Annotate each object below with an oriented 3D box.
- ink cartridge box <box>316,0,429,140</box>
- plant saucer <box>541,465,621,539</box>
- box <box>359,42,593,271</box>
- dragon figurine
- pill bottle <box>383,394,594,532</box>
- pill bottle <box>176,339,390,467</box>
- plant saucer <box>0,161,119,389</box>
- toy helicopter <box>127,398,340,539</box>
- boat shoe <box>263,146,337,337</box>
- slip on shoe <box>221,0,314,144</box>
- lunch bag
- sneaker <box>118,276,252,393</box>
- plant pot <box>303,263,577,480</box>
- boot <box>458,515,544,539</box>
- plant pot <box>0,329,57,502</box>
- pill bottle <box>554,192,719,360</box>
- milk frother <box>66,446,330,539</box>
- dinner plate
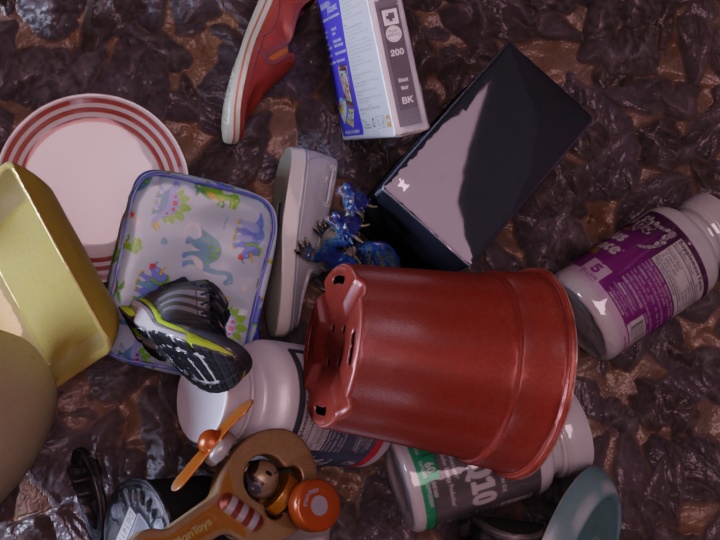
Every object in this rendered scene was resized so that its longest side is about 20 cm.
[{"bbox_3d":[0.003,-0.233,1.198,0.043,0.198,0.200,-15,99,-13],"label":"ink cartridge box"},{"bbox_3d":[0.220,0.297,1.200,0.027,0.200,0.200,17,78,30],"label":"plant saucer"},{"bbox_3d":[0.107,-0.100,1.220,0.123,0.198,0.200,41,79,-2],"label":"box"},{"bbox_3d":[0.000,0.000,1.201,0.059,0.099,0.200,-45,125,-28],"label":"dragon figurine"},{"bbox_3d":[0.131,0.189,1.231,0.200,0.113,0.113,-16,86,-11],"label":"pill bottle"},{"bbox_3d":[-0.072,0.129,1.162,0.200,0.120,0.120,11,80,-38],"label":"pill bottle"},{"bbox_3d":[-0.317,0.013,1.161,0.048,0.200,0.200,-27,88,-45],"label":"plant saucer"},{"bbox_3d":[-0.124,0.201,1.036,0.200,0.079,0.132,-28,95,-34],"label":"toy helicopter"},{"bbox_3d":[-0.057,-0.028,1.248,0.071,0.070,0.201,7,88,-20],"label":"boat shoe"},{"bbox_3d":[-0.101,-0.225,1.269,0.061,0.074,0.200,22,75,-9],"label":"slip on shoe"},{"bbox_3d":[-0.172,0.006,1.203,0.161,0.082,0.200,12,92,-13],"label":"lunch bag"},{"bbox_3d":[-0.150,0.047,1.077,0.081,0.200,0.074,-42,124,-18],"label":"sneaker"},{"bbox_3d":[0.061,0.080,1.081,0.195,0.201,0.201,10,81,-19],"label":"plant pot"},{"bbox_3d":[0.131,0.335,1.176,0.069,0.200,0.174,8,75,-4],"label":"boot"},{"bbox_3d":[-0.371,0.130,1.134,0.134,0.200,0.200,-27,87,-45],"label":"plant pot"},{"bbox_3d":[0.312,0.001,1.284,0.200,0.112,0.112,-33,89,-12],"label":"pill bottle"},{"bbox_3d":[-0.169,0.237,1.173,0.188,0.181,0.200,3,47,-43],"label":"milk frother"},{"bbox_3d":[-0.280,-0.085,1.244,0.200,0.024,0.200,1,82,-9],"label":"dinner plate"}]
